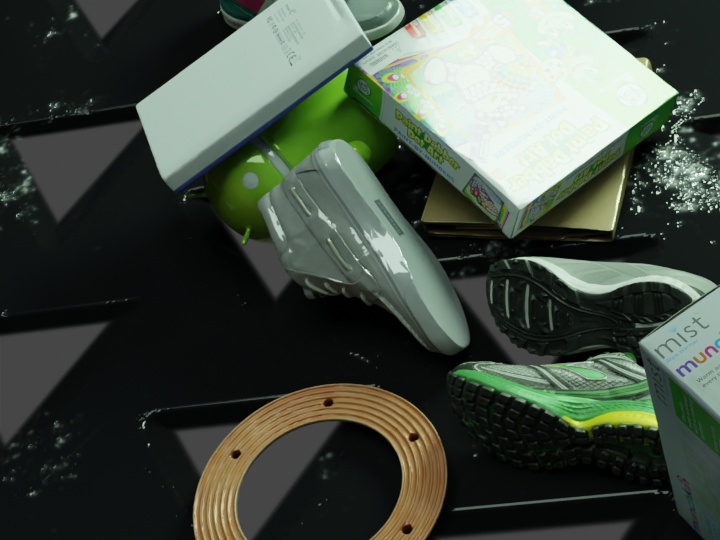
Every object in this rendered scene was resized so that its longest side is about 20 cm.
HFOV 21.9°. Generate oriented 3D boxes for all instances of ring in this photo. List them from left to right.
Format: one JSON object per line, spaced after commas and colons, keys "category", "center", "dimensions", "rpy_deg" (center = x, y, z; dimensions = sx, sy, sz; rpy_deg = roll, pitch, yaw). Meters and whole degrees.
{"category": "ring", "center": [-0.030, 0.169, 1.403], "dimensions": [0.200, 0.019, 0.201], "rpy_deg": [-10, 48, 11]}

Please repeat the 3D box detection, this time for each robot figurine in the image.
{"category": "robot figurine", "center": [-0.050, -0.104, 1.589], "dimensions": [0.200, 0.116, 0.175], "rpy_deg": [-41, 55, -17]}

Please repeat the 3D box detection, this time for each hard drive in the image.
{"category": "hard drive", "center": [-0.091, -0.160, 1.552], "dimensions": [0.200, 0.025, 0.132], "rpy_deg": [-36, 36, 7]}

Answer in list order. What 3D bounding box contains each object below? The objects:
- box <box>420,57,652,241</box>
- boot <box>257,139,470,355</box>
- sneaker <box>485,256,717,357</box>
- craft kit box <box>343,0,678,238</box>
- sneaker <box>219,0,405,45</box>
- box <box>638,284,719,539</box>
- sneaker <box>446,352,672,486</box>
{"category": "box", "center": [0.153, -0.106, 1.584], "dimensions": [0.163, 0.021, 0.200], "rpy_deg": [2, 49, 21]}
{"category": "boot", "center": [0.000, 0.000, 1.489], "dimensions": [0.096, 0.074, 0.200], "rpy_deg": [-37, 78, 23]}
{"category": "sneaker", "center": [0.185, 0.027, 1.430], "dimensions": [0.200, 0.074, 0.079], "rpy_deg": [8, 16, 35]}
{"category": "craft kit box", "center": [0.124, -0.147, 1.537], "dimensions": [0.200, 0.049, 0.197], "rpy_deg": [-36, 69, -29]}
{"category": "sneaker", "center": [-0.058, -0.280, 1.747], "dimensions": [0.200, 0.121, 0.084], "rpy_deg": [11, 54, 27]}
{"category": "box", "center": [0.281, 0.129, 1.202], "dimensions": [0.097, 0.200, 0.176], "rpy_deg": [-34, 48, -11]}
{"category": "sneaker", "center": [0.160, 0.100, 1.369], "dimensions": [0.200, 0.078, 0.085], "rpy_deg": [10, 46, 16]}
